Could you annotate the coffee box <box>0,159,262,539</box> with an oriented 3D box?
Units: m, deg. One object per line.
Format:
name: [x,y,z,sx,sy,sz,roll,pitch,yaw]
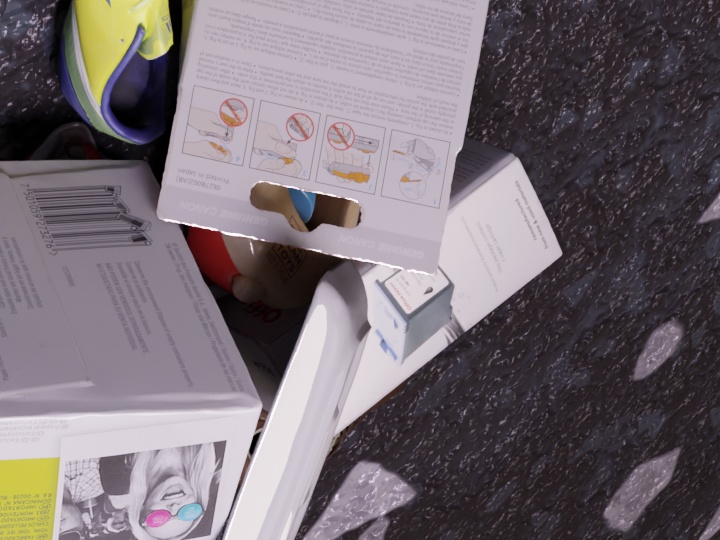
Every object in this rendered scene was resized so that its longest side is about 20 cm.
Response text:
coffee box: [-0.193,0.079,1.163,0.199,0.200,0.198,-2,131,-25]

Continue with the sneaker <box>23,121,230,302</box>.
sneaker: [-0.124,-0.034,1.302,0.200,0.071,0.113,-17,139,-37]

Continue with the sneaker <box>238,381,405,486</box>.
sneaker: [-0.035,0.104,1.541,0.200,0.076,0.071,-13,144,-40]

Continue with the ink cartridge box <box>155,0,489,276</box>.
ink cartridge box: [-0.020,-0.109,1.213,0.160,0.050,0.201,12,86,-13]

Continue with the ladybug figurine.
ladybug figurine: [-0.053,-0.058,1.296,0.136,0.072,0.200,61,31,-36]

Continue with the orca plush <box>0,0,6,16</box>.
orca plush: [-0.215,-0.089,1.076,0.071,0.105,0.201,6,84,-19]

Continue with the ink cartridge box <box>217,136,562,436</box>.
ink cartridge box: [0.000,0.000,1.401,0.200,0.146,0.086,-39,120,-16]

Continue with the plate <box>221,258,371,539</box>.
plate: [-0.035,0.096,1.214,0.200,0.032,0.200,-43,152,-85]

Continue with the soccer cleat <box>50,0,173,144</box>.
soccer cleat: [-0.120,-0.155,1.168,0.065,0.084,0.200,-25,140,-31]
